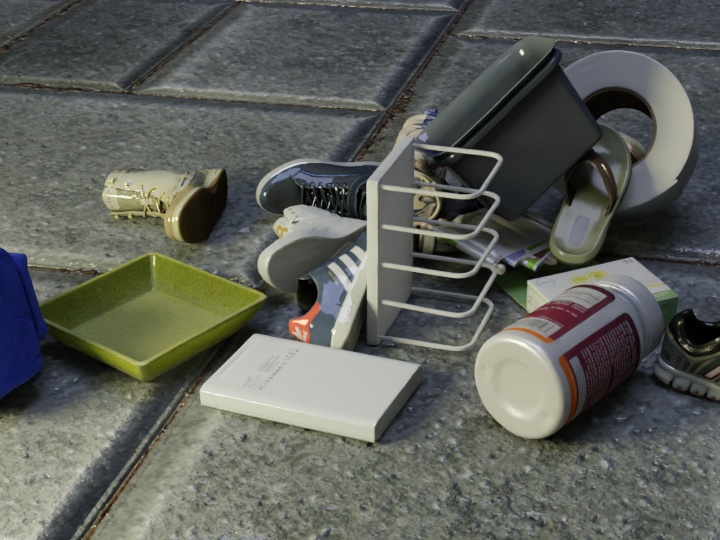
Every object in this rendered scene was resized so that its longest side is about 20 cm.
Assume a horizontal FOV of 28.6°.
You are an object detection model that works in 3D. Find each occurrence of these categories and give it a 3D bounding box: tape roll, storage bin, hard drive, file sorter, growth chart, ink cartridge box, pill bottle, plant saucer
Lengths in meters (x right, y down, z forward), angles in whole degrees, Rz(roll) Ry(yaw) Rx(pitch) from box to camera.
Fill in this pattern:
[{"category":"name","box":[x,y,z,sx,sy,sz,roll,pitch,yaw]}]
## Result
[{"category":"tape roll","box":[0.330,-0.170,1.809,0.201,0.204,0.139,6,-1,16]},{"category":"storage bin","box":[0.181,-0.163,1.692,0.200,0.134,0.146,-43,19,-3]},{"category":"hard drive","box":[-0.051,0.121,1.488,0.199,0.026,0.132,10,29,22]},{"category":"file sorter","box":[0.085,-0.026,1.583,0.124,0.201,0.139,9,28,17]},{"category":"growth chart","box":[0.186,-0.040,1.730,0.145,0.018,0.199,36,32,31]},{"category":"ink cartridge box","box":[0.258,0.018,1.656,0.145,0.048,0.200,-11,30,-18]},{"category":"pill bottle","box":[0.219,0.082,1.451,0.114,0.115,0.200,21,34,38]},{"category":"plant saucer","box":[-0.241,0.058,1.601,0.199,0.048,0.200,19,33,36]}]

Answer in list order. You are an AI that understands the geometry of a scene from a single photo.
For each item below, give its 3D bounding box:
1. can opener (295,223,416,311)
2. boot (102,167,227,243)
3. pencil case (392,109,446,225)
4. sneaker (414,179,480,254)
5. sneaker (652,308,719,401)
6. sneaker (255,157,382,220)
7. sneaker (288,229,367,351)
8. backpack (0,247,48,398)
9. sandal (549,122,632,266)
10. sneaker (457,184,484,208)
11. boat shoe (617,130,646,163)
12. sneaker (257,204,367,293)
[{"category":"can opener","box":[0.000,0.000,1.712,0.053,0.067,0.200,18,46,32]},{"category":"boot","box":[-0.271,-0.089,1.872,0.154,0.072,0.200,3,22,9]},{"category":"pencil case","box":[0.077,-0.131,1.780,0.089,0.078,0.200,-26,21,24]},{"category":"sneaker","box":[0.115,-0.074,1.831,0.090,0.067,0.200,4,28,-1]},{"category":"sneaker","box":[0.399,0.091,1.452,0.199,0.088,0.074,14,30,28]},{"category":"sneaker","box":[-0.029,-0.094,1.860,0.201,0.077,0.146,-7,24,-14]},{"category":"sneaker","box":[-0.025,0.007,1.610,0.084,0.075,0.200,13,46,11]},{"category":"backpack","box":[-0.447,0.059,1.496,0.199,0.163,0.168,-5,14,22]},{"category":"sandal","box":[0.277,-0.098,1.689,0.079,0.057,0.202,7,58,19]},{"category":"sneaker","box":[0.176,-0.111,1.842,0.079,0.076,0.200,-17,-7,-6]},{"category":"boat shoe","box":[0.305,-0.163,1.998,0.199,0.074,0.066,12,42,28]},{"category":"sneaker","box":[-0.079,-0.029,1.748,0.115,0.074,0.199,18,23,37]}]
